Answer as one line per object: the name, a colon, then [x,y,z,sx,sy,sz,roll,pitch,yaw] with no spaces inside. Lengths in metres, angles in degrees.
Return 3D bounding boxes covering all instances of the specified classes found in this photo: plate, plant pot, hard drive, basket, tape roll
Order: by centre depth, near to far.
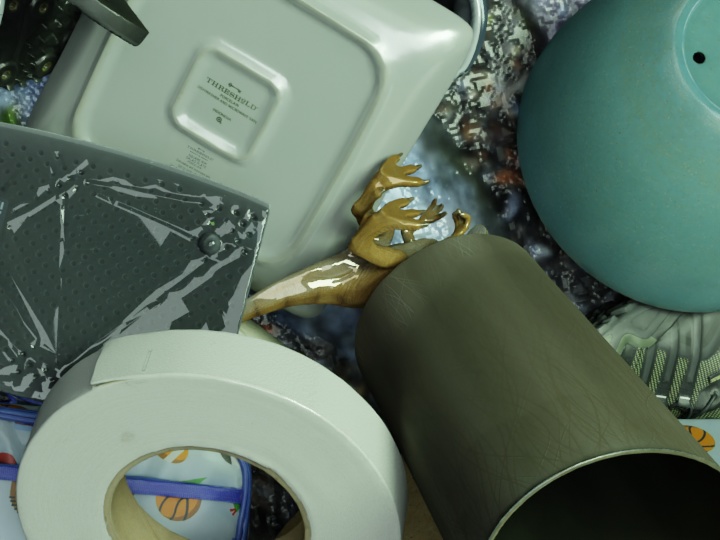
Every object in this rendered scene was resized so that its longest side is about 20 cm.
basket: [0.085,0.083,1.062,0.136,0.200,0.180,-45,134,11]
tape roll: [-0.075,0.117,1.065,0.201,0.037,0.204,5,128,6]
hard drive: [-0.156,0.001,1.087,0.198,0.042,0.136,14,83,0]
plate: [-0.069,-0.094,1.136,0.199,0.032,0.201,30,114,0]
plant pot: [0.198,-0.094,1.164,0.198,0.135,0.202,3,70,-8]

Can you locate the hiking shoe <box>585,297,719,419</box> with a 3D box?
hiking shoe: [0.172,0.061,1.224,0.199,0.076,0.101,-35,94,-9]

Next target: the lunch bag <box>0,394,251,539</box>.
lunch bag: [-0.163,0.148,1.164,0.198,0.076,0.162,8,88,-12]

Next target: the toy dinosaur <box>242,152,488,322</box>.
toy dinosaur: [0.000,0.000,1.125,0.199,0.061,0.107,-10,134,-29]

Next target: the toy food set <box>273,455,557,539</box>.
toy food set: [0.019,0.180,1.146,0.197,0.201,0.049,-20,132,16]

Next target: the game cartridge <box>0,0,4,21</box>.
game cartridge: [-0.245,-0.174,1.077,0.132,0.200,0.042,13,113,-13]

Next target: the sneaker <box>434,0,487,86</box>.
sneaker: [-0.008,-0.095,1.168,0.070,0.108,0.200,45,83,-9]

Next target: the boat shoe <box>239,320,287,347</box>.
boat shoe: [-0.101,0.037,1.175,0.200,0.072,0.060,37,93,-8]

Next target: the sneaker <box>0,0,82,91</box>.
sneaker: [-0.239,-0.139,1.127,0.199,0.073,0.072,-3,128,-37]

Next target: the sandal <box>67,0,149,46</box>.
sandal: [-0.153,-0.190,1.101,0.045,0.200,0.075,-42,136,13]

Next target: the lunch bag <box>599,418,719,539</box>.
lunch bag: [0.185,0.195,1.204,0.169,0.124,0.201,3,120,-13]
